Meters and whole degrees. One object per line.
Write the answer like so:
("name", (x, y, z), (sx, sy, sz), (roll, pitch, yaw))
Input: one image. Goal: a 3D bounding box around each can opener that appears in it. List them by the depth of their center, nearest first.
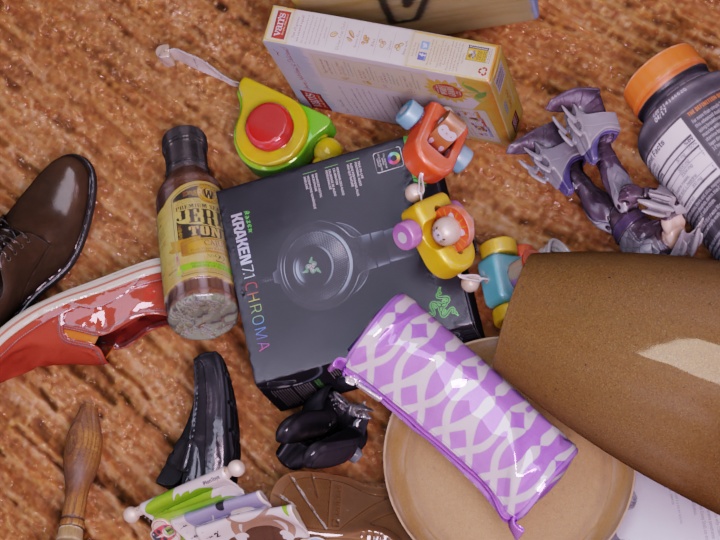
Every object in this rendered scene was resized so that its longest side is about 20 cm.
("can opener", (-0.029, 0.133, 1.575), (0.063, 0.200, 0.079), (31, 91, 4))

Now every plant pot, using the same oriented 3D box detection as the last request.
("plant pot", (0.206, 0.063, 1.507), (0.198, 0.187, 0.188), (18, 77, 9))
("plant pot", (0.116, 0.151, 1.582), (0.198, 0.028, 0.202), (0, 70, 0))

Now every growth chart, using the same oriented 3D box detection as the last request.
("growth chart", (-0.078, 0.236, 1.576), (0.144, 0.018, 0.201), (-31, 102, 32))

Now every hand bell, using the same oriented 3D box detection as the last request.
("hand bell", (-0.238, 0.203, 1.666), (0.103, 0.104, 0.202), (-3, 61, 12))

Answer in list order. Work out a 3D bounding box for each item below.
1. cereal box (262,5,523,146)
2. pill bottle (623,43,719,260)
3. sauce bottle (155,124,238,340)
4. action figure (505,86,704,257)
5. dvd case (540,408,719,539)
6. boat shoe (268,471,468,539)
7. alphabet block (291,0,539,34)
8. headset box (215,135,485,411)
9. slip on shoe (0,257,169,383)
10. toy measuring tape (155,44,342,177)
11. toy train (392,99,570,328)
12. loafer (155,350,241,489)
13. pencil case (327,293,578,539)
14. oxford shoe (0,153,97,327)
("cereal box", (0.029, -0.162, 1.679), (0.198, 0.144, 0.040), (13, 76, 15))
("pill bottle", (0.293, -0.086, 1.616), (0.106, 0.106, 0.201), (-33, 69, 1))
("sauce bottle", (-0.142, -0.037, 1.700), (0.064, 0.065, 0.201), (-17, 52, 7))
("action figure", (0.205, -0.047, 1.617), (0.069, 0.130, 0.201), (-16, 62, -37))
("dvd case", (0.217, 0.165, 1.598), (0.198, 0.025, 0.152), (-11, 71, 8))
("boat shoe", (0.020, 0.212, 1.606), (0.198, 0.072, 0.073), (10, 60, -7))
("alphabet block", (0.036, -0.317, 1.699), (0.198, 0.197, 0.197), (-7, 70, 11))
("headset box", (0.000, 0.000, 1.662), (0.198, 0.093, 0.176), (-15, 71, 7))
("slip on shoe", (-0.238, 0.054, 1.713), (0.198, 0.074, 0.062), (-23, 72, 0))
("toy measuring tape", (-0.105, -0.129, 1.740), (0.199, 0.074, 0.074), (26, 80, 19))
("toy train", (0.102, -0.047, 1.603), (0.200, 0.056, 0.151), (42, 48, -14))
("loafer", (-0.134, 0.166, 1.652), (0.070, 0.068, 0.203), (-2, 76, 3))
("pencil case", (0.072, 0.106, 1.536), (0.200, 0.084, 0.085), (39, 62, 11))
("oxford shoe", (-0.295, -0.019, 1.740), (0.072, 0.084, 0.201), (26, 78, 21))
